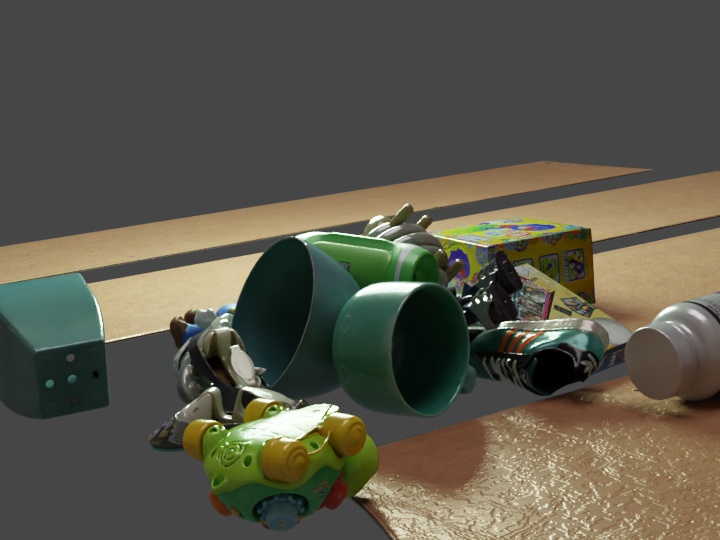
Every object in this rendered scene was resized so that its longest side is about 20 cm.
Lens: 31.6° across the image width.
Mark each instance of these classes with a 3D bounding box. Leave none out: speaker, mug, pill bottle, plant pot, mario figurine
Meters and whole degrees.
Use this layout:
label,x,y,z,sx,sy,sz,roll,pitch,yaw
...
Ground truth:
label,x,y,z,sx,sy,sz,roll,pitch,yaw
speaker,0.000,0.000,1.654,0.198,0.090,0.088,8,16,33
mug,0.044,0.103,1.483,0.113,0.186,0.152,1,35,40
pill bottle,0.400,0.086,1.461,0.198,0.113,0.111,-12,13,-35
plant pot,-0.058,0.075,1.579,0.134,0.202,0.199,20,-3,-30
mario figurine,-0.178,0.056,1.866,0.198,0.107,0.124,-9,43,18
plant pot,-0.395,0.106,1.630,0.140,0.143,0.200,-9,19,-25

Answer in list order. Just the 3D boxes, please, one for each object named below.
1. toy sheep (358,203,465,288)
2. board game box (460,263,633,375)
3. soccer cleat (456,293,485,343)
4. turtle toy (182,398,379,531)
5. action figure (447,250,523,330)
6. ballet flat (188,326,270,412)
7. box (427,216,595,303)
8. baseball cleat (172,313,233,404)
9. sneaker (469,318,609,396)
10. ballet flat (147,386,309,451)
label,x,y,z,sx,sy,sz,roll,pitch,yaw
toy sheep,0.063,0.001,1.735,0.136,0.139,0.201,-10,47,-27
board game box,0.244,0.064,1.646,0.135,0.035,0.199,-14,38,-42
soccer cleat,0.139,0.081,1.709,0.080,0.068,0.199,-24,25,-26
turtle toy,-0.060,0.179,1.176,0.145,0.102,0.199,5,13,43
action figure,0.115,0.059,1.595,0.199,0.069,0.130,-35,12,39
ballet flat,-0.154,0.109,1.511,0.072,0.074,0.200,-9,33,-22
box,0.230,-0.003,1.991,0.191,0.124,0.199,-11,12,-26
baseball cleat,-0.206,0.131,1.641,0.106,0.070,0.200,-35,10,25
sneaker,0.199,0.109,1.529,0.199,0.072,0.080,-14,28,41
ballet flat,-0.142,0.162,1.402,0.198,0.073,0.072,-2,11,16
